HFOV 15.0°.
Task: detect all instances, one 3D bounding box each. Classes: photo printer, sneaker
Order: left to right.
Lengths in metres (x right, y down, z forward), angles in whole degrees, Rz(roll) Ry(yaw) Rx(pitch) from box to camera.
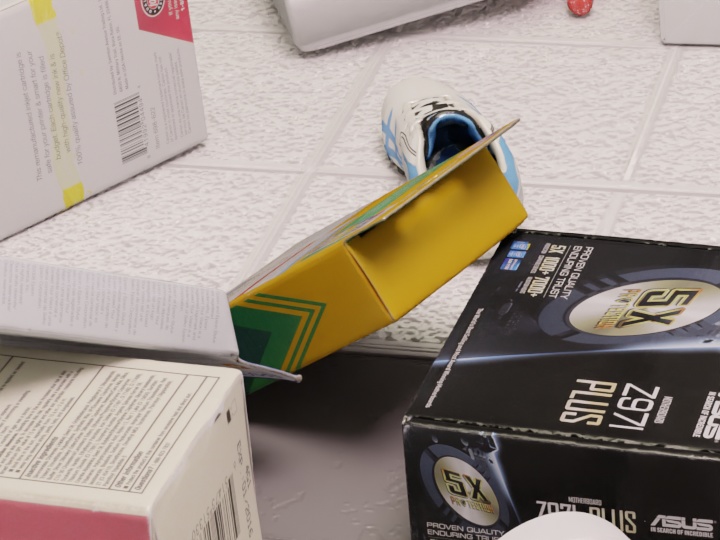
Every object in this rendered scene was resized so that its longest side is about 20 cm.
[{"bbox_3d":[0.029,-0.232,1.915,0.199,0.070,0.167,-17,30,-4],"label":"photo printer"},{"bbox_3d":[0.054,-0.078,1.660,0.071,0.073,0.200,-11,29,-7],"label":"sneaker"}]

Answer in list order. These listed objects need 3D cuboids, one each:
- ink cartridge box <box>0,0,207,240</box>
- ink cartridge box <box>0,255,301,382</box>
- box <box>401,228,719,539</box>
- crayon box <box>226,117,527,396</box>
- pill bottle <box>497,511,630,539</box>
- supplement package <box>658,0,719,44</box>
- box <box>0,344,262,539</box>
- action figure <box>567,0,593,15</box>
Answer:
[{"bbox_3d":[-0.203,-0.118,1.698,0.199,0.146,0.083,-28,36,-35],"label":"ink cartridge box"},{"bbox_3d":[-0.162,0.022,1.402,0.199,0.041,0.199,12,-7,-40],"label":"ink cartridge box"},{"bbox_3d":[0.127,0.067,1.375,0.163,0.087,0.200,6,31,18],"label":"box"},{"bbox_3d":[0.000,0.000,1.448,0.126,0.052,0.200,-36,5,-42],"label":"crayon box"},{"bbox_3d":[0.122,0.189,1.133,0.114,0.115,0.200,-16,31,-18],"label":"pill bottle"},{"bbox_3d":[0.289,-0.261,1.862,0.151,0.152,0.200,3,31,15],"label":"supplement package"},{"bbox_3d":[-0.162,0.115,1.317,0.199,0.110,0.128,5,31,18],"label":"box"},{"bbox_3d":[0.153,-0.241,1.955,0.065,0.052,0.200,-7,34,8],"label":"action figure"}]
